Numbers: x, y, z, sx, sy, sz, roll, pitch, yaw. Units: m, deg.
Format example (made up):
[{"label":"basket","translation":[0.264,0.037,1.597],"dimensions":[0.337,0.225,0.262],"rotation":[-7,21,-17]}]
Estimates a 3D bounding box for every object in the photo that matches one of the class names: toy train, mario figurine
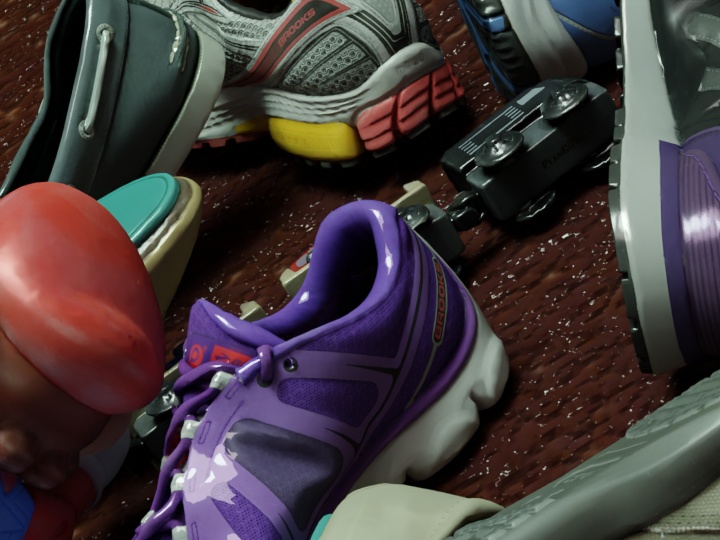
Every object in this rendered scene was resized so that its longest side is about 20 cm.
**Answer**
[{"label":"toy train","translation":[0.000,0.000,0.841],"dimensions":[0.200,0.034,0.046],"rotation":[-37,26,-8]},{"label":"mario figurine","translation":[-0.133,0.063,0.755],"dimensions":[0.200,0.106,0.123],"rotation":[-62,0,-10]}]

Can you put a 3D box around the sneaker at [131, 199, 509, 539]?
[{"label":"sneaker","translation":[-0.039,0.058,0.735],"dimensions":[0.080,0.084,0.200],"rotation":[-3,40,43]}]

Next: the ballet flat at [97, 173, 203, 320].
[{"label":"ballet flat","translation":[-0.121,0.045,0.854],"dimensions":[0.200,0.063,0.069],"rotation":[-36,26,7]}]

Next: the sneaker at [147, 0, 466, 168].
[{"label":"sneaker","translation":[-0.038,-0.096,0.977],"dimensions":[0.078,0.082,0.200],"rotation":[-34,24,-30]}]

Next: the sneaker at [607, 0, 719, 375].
[{"label":"sneaker","translation":[0.123,-0.043,0.765],"dimensions":[0.087,0.076,0.200],"rotation":[-9,37,12]}]

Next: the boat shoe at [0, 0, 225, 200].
[{"label":"boat shoe","translation":[-0.123,-0.011,0.909],"dimensions":[0.073,0.062,0.200],"rotation":[20,77,57]}]

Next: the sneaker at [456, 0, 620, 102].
[{"label":"sneaker","translation":[0.053,-0.158,0.929],"dimensions":[0.077,0.201,0.076],"rotation":[-20,-14,-2]}]

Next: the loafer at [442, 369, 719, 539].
[{"label":"loafer","translation":[0.088,0.067,0.621],"dimensions":[0.200,0.070,0.075],"rotation":[-28,0,-16]}]

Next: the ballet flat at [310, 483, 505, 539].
[{"label":"ballet flat","translation":[-0.005,0.125,0.621],"dimensions":[0.069,0.070,0.200],"rotation":[-14,32,31]}]
